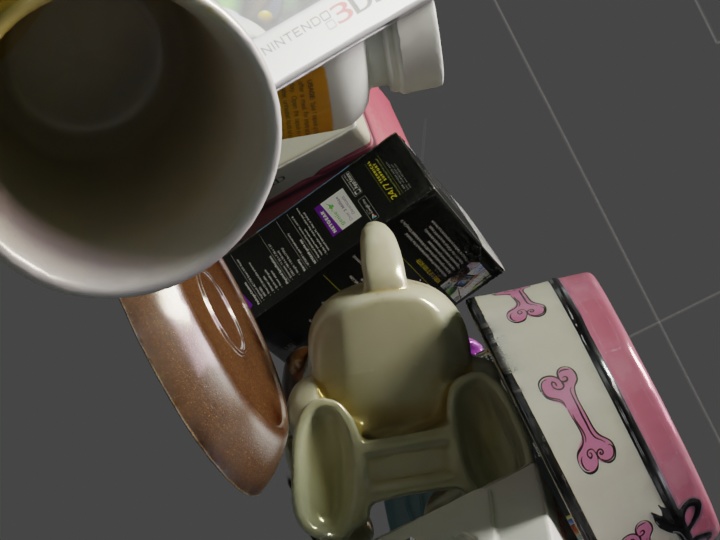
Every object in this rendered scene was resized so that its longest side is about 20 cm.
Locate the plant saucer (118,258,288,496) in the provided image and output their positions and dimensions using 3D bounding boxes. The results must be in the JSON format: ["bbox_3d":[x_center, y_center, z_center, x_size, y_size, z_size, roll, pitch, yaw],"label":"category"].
[{"bbox_3d":[-0.089,0.028,1.444,0.200,0.032,0.200,60,8,-14],"label":"plant saucer"}]

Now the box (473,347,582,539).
[{"bbox_3d":[0.150,0.128,1.739,0.200,0.044,0.160,62,23,1],"label":"box"}]

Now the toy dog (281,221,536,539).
[{"bbox_3d":[0.006,0.076,1.567,0.200,0.139,0.194,137,-66,-84],"label":"toy dog"}]

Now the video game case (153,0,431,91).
[{"bbox_3d":[-0.068,-0.194,1.352,0.200,0.182,0.023,55,-32,2],"label":"video game case"}]

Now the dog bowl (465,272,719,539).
[{"bbox_3d":[0.135,0.090,1.477,0.200,0.074,0.200,64,2,-3],"label":"dog bowl"}]

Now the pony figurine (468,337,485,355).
[{"bbox_3d":[0.089,0.103,1.884,0.193,0.200,0.167,52,0,34],"label":"pony figurine"}]

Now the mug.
[{"bbox_3d":[-0.129,-0.099,1.209,0.153,0.149,0.187,-119,-174,-67],"label":"mug"}]

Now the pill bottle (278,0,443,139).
[{"bbox_3d":[-0.059,-0.126,1.438,0.113,0.200,0.113,170,-90,-88],"label":"pill bottle"}]

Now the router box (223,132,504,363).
[{"bbox_3d":[0.000,0.000,1.664,0.051,0.149,0.200,56,4,21],"label":"router box"}]

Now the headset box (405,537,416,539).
[{"bbox_3d":[0.029,0.248,1.256,0.200,0.093,0.174,61,7,-14],"label":"headset box"}]

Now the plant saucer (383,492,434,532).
[{"bbox_3d":[0.049,0.147,1.707,0.200,0.036,0.200,172,-90,-76],"label":"plant saucer"}]

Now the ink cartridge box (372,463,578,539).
[{"bbox_3d":[0.081,0.240,1.424,0.200,0.146,0.147,62,8,-17],"label":"ink cartridge box"}]

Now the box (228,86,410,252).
[{"bbox_3d":[-0.046,-0.078,1.712,0.109,0.128,0.200,67,9,22],"label":"box"}]
